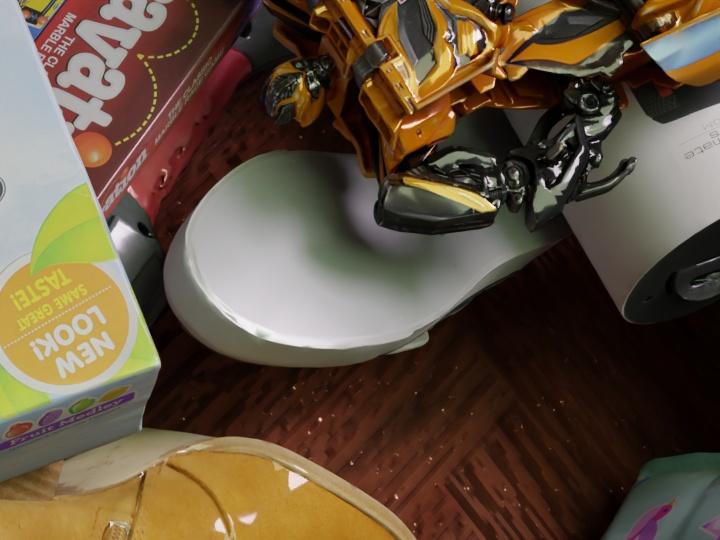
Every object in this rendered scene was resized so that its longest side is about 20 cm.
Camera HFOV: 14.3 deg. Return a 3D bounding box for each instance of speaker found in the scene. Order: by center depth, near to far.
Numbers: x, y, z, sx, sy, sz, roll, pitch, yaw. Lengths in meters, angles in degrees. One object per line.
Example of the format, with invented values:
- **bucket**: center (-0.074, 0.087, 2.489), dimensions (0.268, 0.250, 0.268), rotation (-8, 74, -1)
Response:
- **speaker**: center (0.075, -0.083, 0.954), dimensions (0.081, 0.081, 0.201), rotation (-11, 63, -39)

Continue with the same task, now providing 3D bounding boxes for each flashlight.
- **flashlight**: center (-0.054, -0.049, 0.918), dimensions (0.068, 0.067, 0.200), rotation (54, 48, -34)

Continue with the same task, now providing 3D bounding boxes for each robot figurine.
- **robot figurine**: center (0.057, -0.097, 0.880), dimensions (0.199, 0.058, 0.145), rotation (-27, 71, -19)

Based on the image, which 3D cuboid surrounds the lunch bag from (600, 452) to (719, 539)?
- **lunch bag**: center (0.146, 0.180, 0.943), dimensions (0.200, 0.122, 0.170), rotation (56, 47, -16)

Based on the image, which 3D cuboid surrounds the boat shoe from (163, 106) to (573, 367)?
- **boat shoe**: center (0.000, 0.000, 0.921), dimensions (0.200, 0.064, 0.071), rotation (-17, 70, -52)

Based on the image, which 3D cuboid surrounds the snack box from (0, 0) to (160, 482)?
- **snack box**: center (-0.166, -0.027, 0.769), dimensions (0.168, 0.068, 0.201), rotation (-20, 76, -16)

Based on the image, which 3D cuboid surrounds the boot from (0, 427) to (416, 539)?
- **boot**: center (-0.073, 0.113, 0.849), dimensions (0.201, 0.071, 0.145), rotation (27, 73, -42)

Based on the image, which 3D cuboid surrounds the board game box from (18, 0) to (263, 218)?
- **board game box**: center (-0.096, -0.078, 0.884), dimensions (0.103, 0.019, 0.200), rotation (27, 59, 10)
